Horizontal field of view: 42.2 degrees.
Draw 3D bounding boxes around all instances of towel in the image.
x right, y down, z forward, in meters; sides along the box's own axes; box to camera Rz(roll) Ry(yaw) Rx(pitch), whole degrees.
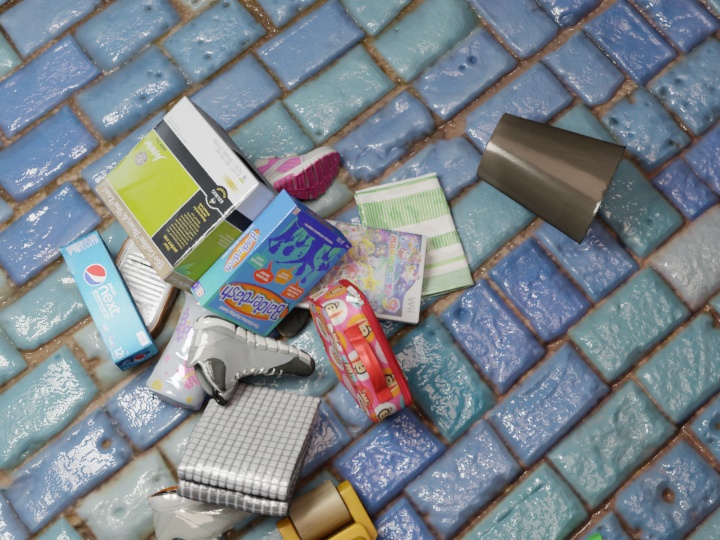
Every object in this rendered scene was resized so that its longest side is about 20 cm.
[{"bbox_3d":[0.084,-0.052,1.512,0.152,0.023,0.201,-14,74,-7],"label":"towel"},{"bbox_3d":[-0.157,0.256,1.341,0.164,0.086,0.200,9,32,7],"label":"towel"}]

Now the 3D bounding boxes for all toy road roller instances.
[{"bbox_3d":[-0.028,0.398,1.309,0.122,0.146,0.201,-28,76,-10],"label":"toy road roller"}]

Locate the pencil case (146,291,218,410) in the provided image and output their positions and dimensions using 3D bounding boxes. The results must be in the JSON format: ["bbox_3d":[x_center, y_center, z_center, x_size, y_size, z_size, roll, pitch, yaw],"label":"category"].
[{"bbox_3d":[-0.251,0.110,1.419,0.090,0.083,0.201,23,74,-13],"label":"pencil case"}]

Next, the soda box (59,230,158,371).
[{"bbox_3d":[-0.377,0.045,1.406,0.064,0.068,0.201,-26,77,-10],"label":"soda box"}]

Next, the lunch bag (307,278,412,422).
[{"bbox_3d":[-0.001,0.117,1.356,0.082,0.176,0.201,-27,101,-9],"label":"lunch bag"}]

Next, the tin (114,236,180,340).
[{"bbox_3d":[-0.342,0.025,1.467,0.111,0.042,0.201,21,74,0],"label":"tin"}]

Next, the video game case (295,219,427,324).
[{"bbox_3d":[0.000,0.000,1.462,0.199,0.018,0.144,9,77,-7],"label":"video game case"}]

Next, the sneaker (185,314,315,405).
[{"bbox_3d":[-0.168,0.151,1.374,0.199,0.075,0.116,23,67,-20],"label":"sneaker"}]

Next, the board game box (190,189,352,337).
[{"bbox_3d":[-0.128,-0.005,1.366,0.200,0.152,0.045,-46,52,9],"label":"board game box"}]

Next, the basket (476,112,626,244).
[{"bbox_3d":[0.298,-0.161,1.499,0.199,0.136,0.181,25,70,9],"label":"basket"}]

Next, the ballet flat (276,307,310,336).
[{"bbox_3d":[-0.108,0.006,1.483,0.066,0.057,0.202,9,77,-26],"label":"ballet flat"}]

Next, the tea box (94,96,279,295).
[{"bbox_3d":[-0.242,-0.102,1.370,0.197,0.134,0.200,-43,65,4],"label":"tea box"}]

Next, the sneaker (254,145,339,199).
[{"bbox_3d":[-0.124,-0.155,1.504,0.199,0.082,0.088,-28,55,-23],"label":"sneaker"}]

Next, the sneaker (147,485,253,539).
[{"bbox_3d":[-0.206,0.358,1.362,0.198,0.076,0.093,-5,87,0],"label":"sneaker"}]

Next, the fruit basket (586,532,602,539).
[{"bbox_3d":[0.371,0.465,1.297,0.214,0.156,0.217,-3,76,12],"label":"fruit basket"}]
